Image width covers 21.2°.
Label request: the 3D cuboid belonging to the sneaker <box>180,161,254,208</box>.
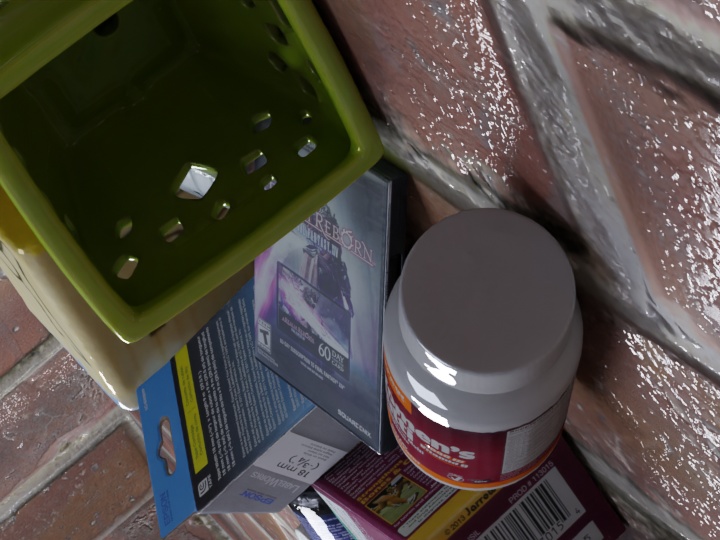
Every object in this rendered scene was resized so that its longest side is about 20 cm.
[{"bbox_3d":[-0.105,-0.088,1.318,0.072,0.071,0.200,20,179,-3],"label":"sneaker"}]

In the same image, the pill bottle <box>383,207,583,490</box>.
[{"bbox_3d":[0.067,0.045,1.058,0.110,0.109,0.200,47,167,17],"label":"pill bottle"}]

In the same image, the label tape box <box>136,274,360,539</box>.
[{"bbox_3d":[-0.074,0.094,1.410,0.063,0.200,0.145,22,-142,-37],"label":"label tape box"}]

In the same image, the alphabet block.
[{"bbox_3d":[-0.192,-0.050,1.514,0.195,0.196,0.201,37,162,42],"label":"alphabet block"}]

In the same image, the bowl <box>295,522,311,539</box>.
[{"bbox_3d":[-0.008,0.289,2.084,0.201,0.090,0.201,48,167,15],"label":"bowl"}]

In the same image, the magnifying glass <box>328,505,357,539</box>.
[{"bbox_3d":[-0.045,0.136,1.484,0.200,0.022,0.080,52,167,23],"label":"magnifying glass"}]

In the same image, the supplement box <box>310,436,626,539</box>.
[{"bbox_3d":[0.070,0.162,1.337,0.104,0.131,0.200,53,169,-21],"label":"supplement box"}]

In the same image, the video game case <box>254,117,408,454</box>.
[{"bbox_3d":[-0.022,0.002,1.245,0.143,0.019,0.202,34,134,42],"label":"video game case"}]

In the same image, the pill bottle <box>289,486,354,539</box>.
[{"bbox_3d":[-0.009,0.208,1.798,0.112,0.112,0.201,34,159,53],"label":"pill bottle"}]

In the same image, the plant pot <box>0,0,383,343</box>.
[{"bbox_3d":[-0.133,-0.116,1.127,0.182,0.199,0.200,47,170,51],"label":"plant pot"}]
